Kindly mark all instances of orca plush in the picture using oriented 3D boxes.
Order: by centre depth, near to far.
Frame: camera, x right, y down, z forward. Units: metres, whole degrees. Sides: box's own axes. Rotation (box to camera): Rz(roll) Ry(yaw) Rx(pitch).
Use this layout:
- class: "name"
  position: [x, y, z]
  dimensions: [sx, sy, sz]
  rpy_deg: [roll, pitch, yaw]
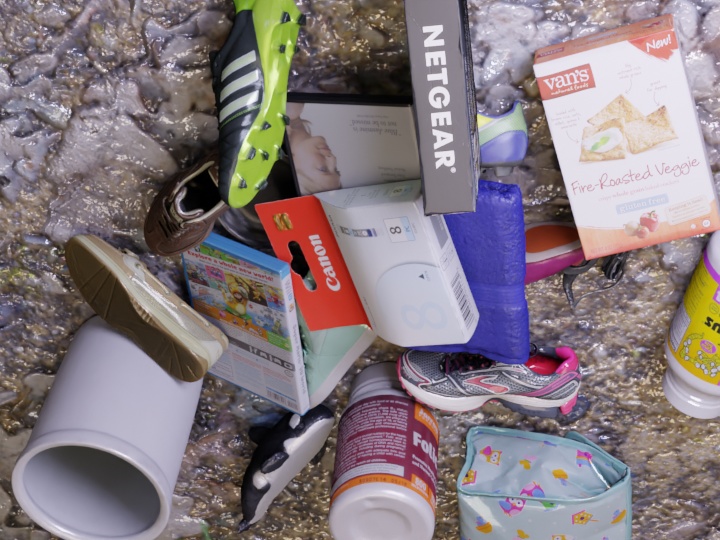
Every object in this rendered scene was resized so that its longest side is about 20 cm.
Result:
- class: "orca plush"
  position: [-0.101, 0.213, 1.773]
  dimensions: [0.104, 0.071, 0.201]
  rpy_deg: [-20, 149, -38]

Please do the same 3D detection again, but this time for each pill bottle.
- class: "pill bottle"
  position: [0.374, 0.056, 1.552]
  dimensions: [0.103, 0.105, 0.202]
  rpy_deg: [11, 130, -4]
- class: "pill bottle"
  position: [0.028, 0.203, 1.645]
  dimensions: [0.112, 0.201, 0.115]
  rpy_deg: [3, 131, 3]

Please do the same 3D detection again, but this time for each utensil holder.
- class: "utensil holder"
  position: [-0.265, 0.170, 1.642]
  dimensions: [0.167, 0.201, 0.172]
  rpy_deg: [5, 131, 6]

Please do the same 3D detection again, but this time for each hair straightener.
- class: "hair straightener"
  position: [0.265, -0.033, 1.529]
  dimensions: [0.076, 0.041, 0.201]
  rpy_deg: [19, 123, -10]

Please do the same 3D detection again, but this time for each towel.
- class: "towel"
  position: [0.098, -0.005, 1.513]
  dimensions: [0.146, 0.050, 0.202]
  rpy_deg: [8, 125, 21]

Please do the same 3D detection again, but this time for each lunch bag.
- class: "lunch bag"
  position: [0.214, 0.276, 1.739]
  dimensions: [0.197, 0.123, 0.172]
  rpy_deg: [2, 129, 11]

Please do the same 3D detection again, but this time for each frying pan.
- class: "frying pan"
  position: [-0.111, -0.106, 1.518]
  dimensions: [0.114, 0.031, 0.191]
  rpy_deg: [-17, 116, 21]

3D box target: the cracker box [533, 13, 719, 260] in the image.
- class: "cracker box"
  position: [0.250, -0.123, 1.419]
  dimensions: [0.132, 0.058, 0.202]
  rpy_deg: [-13, 110, 16]

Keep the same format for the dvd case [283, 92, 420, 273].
- class: "dvd case"
  position: [0.002, -0.079, 1.458]
  dimensions: [0.141, 0.018, 0.202]
  rpy_deg: [5, 128, 23]

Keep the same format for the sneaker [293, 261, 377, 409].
- class: "sneaker"
  position: [-0.056, 0.064, 1.632]
  dimensions: [0.118, 0.074, 0.201]
  rpy_deg: [34, 133, -4]

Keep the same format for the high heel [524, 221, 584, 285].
- class: "high heel"
  position: [0.164, 0.012, 1.564]
  dimensions: [0.198, 0.068, 0.097]
  rpy_deg: [-12, 125, 31]

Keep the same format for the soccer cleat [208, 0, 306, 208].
- class: "soccer cleat"
  position: [-0.107, -0.161, 1.406]
  dimensions: [0.080, 0.067, 0.203]
  rpy_deg: [16, 97, 29]

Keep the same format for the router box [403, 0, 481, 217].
- class: "router box"
  position: [0.073, -0.167, 1.337]
  dimensions: [0.050, 0.149, 0.203]
  rpy_deg: [-4, 109, 8]

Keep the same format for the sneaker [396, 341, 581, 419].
- class: "sneaker"
  position: [0.137, 0.102, 1.627]
  dimensions: [0.197, 0.081, 0.075]
  rpy_deg: [3, 137, 0]

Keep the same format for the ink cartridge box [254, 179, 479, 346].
- class: "ink cartridge box"
  position: [0.000, 0.000, 1.476]
  dimensions: [0.198, 0.047, 0.161]
  rpy_deg: [-6, 122, 29]

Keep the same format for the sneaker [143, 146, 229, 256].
- class: "sneaker"
  position: [-0.172, -0.069, 1.502]
  dimensions: [0.200, 0.075, 0.071]
  rpy_deg: [-38, 84, 41]

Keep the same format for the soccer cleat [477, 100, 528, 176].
- class: "soccer cleat"
  position: [0.064, -0.137, 1.467]
  dimensions: [0.197, 0.065, 0.085]
  rpy_deg: [4, 100, 8]

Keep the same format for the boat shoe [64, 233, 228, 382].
- class: "boat shoe"
  position: [-0.228, 0.030, 1.615]
  dimensions: [0.200, 0.063, 0.073]
  rpy_deg: [41, 137, 1]

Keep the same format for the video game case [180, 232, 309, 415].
- class: "video game case"
  position: [-0.123, 0.053, 1.613]
  dimensions: [0.142, 0.018, 0.202]
  rpy_deg: [22, 137, 30]
